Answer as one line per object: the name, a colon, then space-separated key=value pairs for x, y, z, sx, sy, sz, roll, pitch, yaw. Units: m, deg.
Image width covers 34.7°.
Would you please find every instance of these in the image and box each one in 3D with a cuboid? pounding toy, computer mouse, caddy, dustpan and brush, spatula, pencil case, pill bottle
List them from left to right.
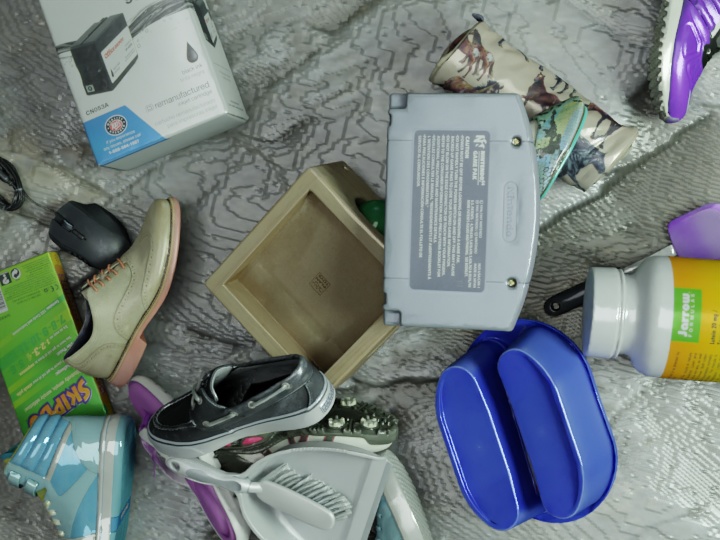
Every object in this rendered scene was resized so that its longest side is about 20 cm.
computer mouse: x=-0.322 y=-0.062 z=1.190 sx=0.199 sy=0.034 sz=0.059 roll=30 pitch=96 yaw=7
dustpan and brush: x=-0.085 y=0.207 z=1.088 sx=0.199 sy=0.057 sz=0.140 roll=21 pitch=114 yaw=10
pounding toy: x=0.000 y=0.000 z=1.106 sx=0.184 sy=0.142 sz=0.200 roll=46 pitch=108 yaw=6
caddy: x=0.158 y=0.147 z=1.088 sx=0.141 sy=0.105 sz=0.201 roll=-19 pitch=88 yaw=33
pencil case: x=0.165 y=-0.155 z=1.087 sx=0.199 sy=0.090 sz=0.078 roll=36 pitch=132 yaw=3
spatula: x=0.267 y=-0.004 z=1.106 sx=0.199 sy=0.021 sz=0.057 roll=-25 pitch=92 yaw=9
pill bottle: x=0.306 y=0.045 z=1.050 sx=0.198 sy=0.111 sz=0.112 roll=4 pitch=92 yaw=5

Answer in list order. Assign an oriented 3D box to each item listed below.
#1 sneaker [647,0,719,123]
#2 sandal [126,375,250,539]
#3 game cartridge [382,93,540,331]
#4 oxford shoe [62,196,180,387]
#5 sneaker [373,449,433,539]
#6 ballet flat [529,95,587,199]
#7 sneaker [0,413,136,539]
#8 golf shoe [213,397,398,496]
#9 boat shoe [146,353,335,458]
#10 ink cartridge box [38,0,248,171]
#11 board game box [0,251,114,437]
sneaker: x=0.327 y=-0.234 z=1.068 sx=0.099 sy=0.070 sz=0.202 roll=8 pitch=93 yaw=6
sandal: x=-0.179 y=0.189 z=1.137 sx=0.050 sy=0.083 sz=0.203 roll=-29 pitch=72 yaw=-33
game cartridge: x=0.087 y=-0.050 z=0.987 sx=0.132 sy=0.042 sz=0.202 roll=2 pitch=92 yaw=10
oxford shoe: x=-0.235 y=0.016 z=1.148 sx=0.073 sy=0.071 sz=0.201 roll=19 pitch=94 yaw=-24
sneaker: x=0.031 y=0.277 z=1.118 sx=0.081 sy=0.074 sz=0.201 roll=-18 pitch=93 yaw=6
ballet flat: x=0.128 y=-0.072 z=1.018 sx=0.074 sy=0.074 sz=0.201 roll=27 pitch=96 yaw=7
sneaker: x=-0.301 y=0.234 z=1.161 sx=0.129 sy=0.080 sz=0.202 roll=8 pitch=95 yaw=0
golf shoe: x=-0.055 y=0.177 z=1.143 sx=0.198 sy=0.077 sz=0.089 roll=-5 pitch=104 yaw=16
boat shoe: x=-0.122 y=0.117 z=1.050 sx=0.199 sy=0.072 sz=0.068 roll=-13 pitch=132 yaw=29
ink cartridge box: x=-0.218 y=-0.219 z=1.145 sx=0.144 sy=0.084 sz=0.201 roll=-21 pitch=88 yaw=9
board game box: x=-0.328 y=0.090 z=1.198 sx=0.095 sy=0.030 sz=0.201 roll=-20 pitch=86 yaw=9
